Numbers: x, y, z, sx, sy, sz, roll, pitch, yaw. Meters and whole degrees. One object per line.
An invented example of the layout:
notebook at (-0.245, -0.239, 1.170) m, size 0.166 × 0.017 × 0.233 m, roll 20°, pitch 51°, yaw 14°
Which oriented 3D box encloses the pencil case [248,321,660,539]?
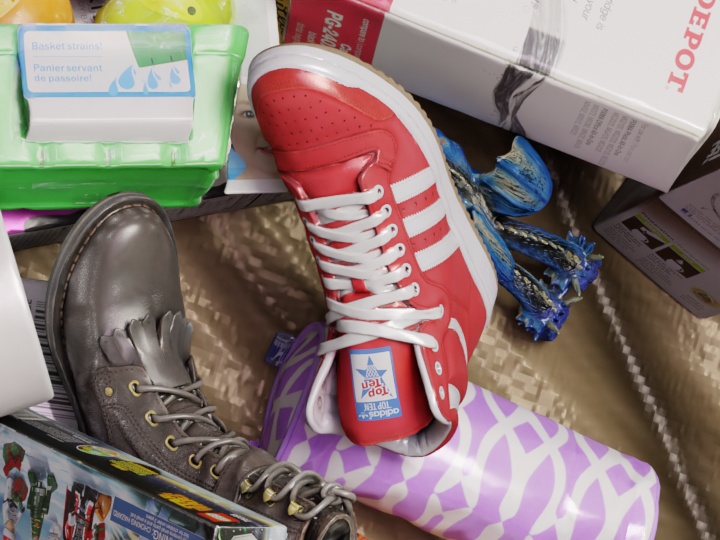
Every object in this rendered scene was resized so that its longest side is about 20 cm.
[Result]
pencil case at (0.043, 0.097, 1.347) m, size 0.199 × 0.084 × 0.086 m, roll 23°, pitch 115°, yaw -10°

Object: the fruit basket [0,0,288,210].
fruit basket at (-0.123, -0.129, 1.259) m, size 0.184 × 0.094 × 0.202 m, roll 0°, pitch 79°, yaw -16°

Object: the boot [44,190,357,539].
boot at (-0.058, 0.077, 1.208) m, size 0.069 × 0.174 × 0.202 m, roll -14°, pitch 111°, yaw -35°

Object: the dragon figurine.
dragon figurine at (0.052, -0.033, 1.336) m, size 0.099 × 0.200 × 0.059 m, roll 20°, pitch 71°, yaw 26°

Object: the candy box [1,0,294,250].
candy box at (-0.123, -0.088, 1.333) m, size 0.199 × 0.061 × 0.137 m, roll -11°, pitch 85°, yaw -18°

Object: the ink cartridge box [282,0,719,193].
ink cartridge box at (0.083, -0.143, 1.311) m, size 0.199 × 0.083 × 0.146 m, roll 22°, pitch 70°, yaw 1°

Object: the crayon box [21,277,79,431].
crayon box at (-0.218, 0.057, 1.286) m, size 0.199 × 0.051 × 0.128 m, roll 9°, pitch 85°, yaw -15°

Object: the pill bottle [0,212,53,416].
pill bottle at (-0.235, 0.038, 1.191) m, size 0.199 × 0.114 × 0.115 m, roll -18°, pitch 87°, yaw -7°

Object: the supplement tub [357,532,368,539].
supplement tub at (-0.055, 0.213, 1.279) m, size 0.200 × 0.122 × 0.123 m, roll -39°, pitch 94°, yaw -18°

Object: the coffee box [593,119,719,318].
coffee box at (0.203, -0.054, 1.349) m, size 0.080 × 0.200 × 0.115 m, roll 40°, pitch 74°, yaw -7°

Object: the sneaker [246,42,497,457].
sneaker at (0.000, 0.000, 1.236) m, size 0.200 × 0.071 × 0.113 m, roll 55°, pitch 40°, yaw -43°

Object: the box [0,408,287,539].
box at (-0.114, 0.145, 1.186) m, size 0.040 × 0.199 × 0.138 m, roll 4°, pitch 98°, yaw -39°
